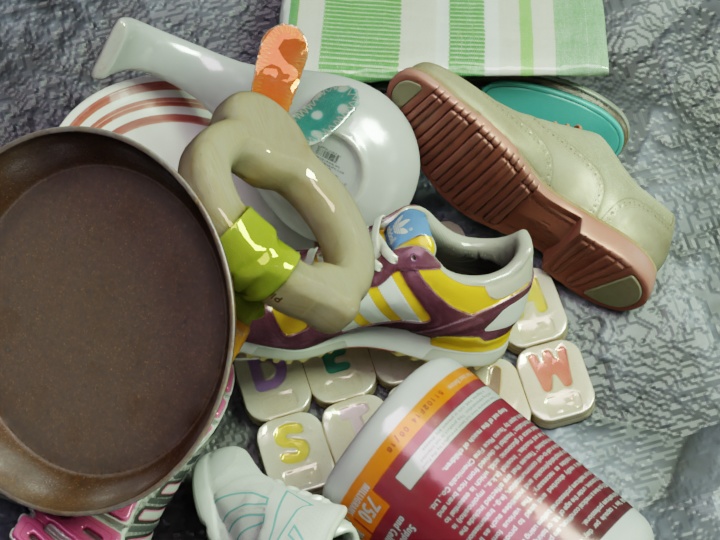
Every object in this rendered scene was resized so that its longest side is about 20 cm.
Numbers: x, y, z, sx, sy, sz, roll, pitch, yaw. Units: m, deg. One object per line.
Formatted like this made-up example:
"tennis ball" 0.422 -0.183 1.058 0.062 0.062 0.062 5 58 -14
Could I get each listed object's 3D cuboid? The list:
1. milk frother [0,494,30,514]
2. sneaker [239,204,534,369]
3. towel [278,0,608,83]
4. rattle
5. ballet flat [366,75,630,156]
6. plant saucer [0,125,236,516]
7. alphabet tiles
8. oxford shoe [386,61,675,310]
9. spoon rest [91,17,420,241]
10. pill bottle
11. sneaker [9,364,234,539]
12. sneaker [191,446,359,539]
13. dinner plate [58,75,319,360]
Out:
"milk frother" -0.240 0.008 1.404 0.188 0.200 0.181 18 62 9
"sneaker" 0.000 0.000 1.419 0.199 0.090 0.075 2 41 -19
"towel" 0.049 -0.156 1.535 0.199 0.023 0.153 -1 36 3
"rattle" -0.069 -0.026 1.388 0.130 0.143 0.200 12 39 -22
"ballet flat" 0.064 -0.102 1.529 0.199 0.068 0.064 2 34 -1
"plant saucer" -0.143 0.026 1.301 0.200 0.034 0.201 -1 89 29
"alphabet tiles" 0.031 0.066 1.472 0.199 0.015 0.196 -15 65 -6
"oxford shoe" 0.101 -0.062 1.484 0.200 0.071 0.074 41 55 -12
"spoon rest" -0.057 -0.089 1.471 0.200 0.061 0.100 30 108 -1
"pill bottle" 0.086 0.149 1.372 0.200 0.113 0.113 39 71 12
"sneaker" -0.135 0.121 1.372 0.074 0.088 0.200 26 57 7
"sneaker" -0.041 0.151 1.361 0.080 0.071 0.200 -25 28 -2
"dinner plate" -0.094 -0.030 1.482 0.199 0.024 0.201 12 55 -17
